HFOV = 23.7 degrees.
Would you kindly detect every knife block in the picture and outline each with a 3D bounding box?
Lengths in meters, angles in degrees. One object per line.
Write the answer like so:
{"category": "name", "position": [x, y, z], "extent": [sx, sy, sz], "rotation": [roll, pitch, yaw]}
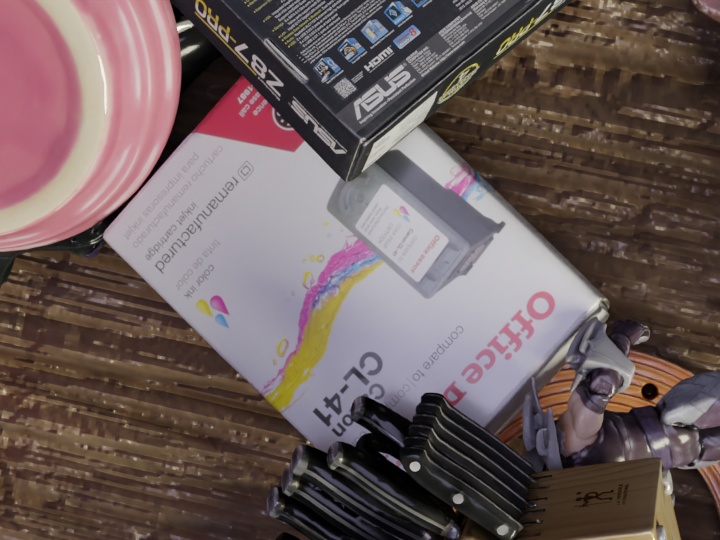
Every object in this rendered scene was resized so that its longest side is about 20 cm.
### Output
{"category": "knife block", "position": [0.054, 0.148, 0.739], "extent": [0.175, 0.064, 0.201], "rotation": [-11, 109, 18]}

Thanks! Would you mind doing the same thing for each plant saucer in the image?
{"category": "plant saucer", "position": [-0.183, -0.092, 0.777], "extent": [0.200, 0.051, 0.201], "rotation": [2, 119, 3]}

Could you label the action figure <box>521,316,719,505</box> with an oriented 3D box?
{"category": "action figure", "position": [0.148, 0.072, 0.788], "extent": [0.199, 0.130, 0.070], "rotation": [-18, 48, 2]}

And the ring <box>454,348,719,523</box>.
{"category": "ring", "position": [0.115, 0.137, 0.857], "extent": [0.200, 0.019, 0.201], "rotation": [0, 93, 7]}

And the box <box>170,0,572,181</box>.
{"category": "box", "position": [0.014, -0.161, 0.795], "extent": [0.200, 0.049, 0.161], "rotation": [-41, 82, -21]}

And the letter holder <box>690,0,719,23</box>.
{"category": "letter holder", "position": [0.230, -0.135, 0.625], "extent": [0.199, 0.101, 0.143], "rotation": [16, 96, 8]}

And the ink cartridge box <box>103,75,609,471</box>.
{"category": "ink cartridge box", "position": [0.000, 0.000, 0.826], "extent": [0.200, 0.086, 0.148], "rotation": [43, 95, 12]}

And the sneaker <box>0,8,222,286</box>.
{"category": "sneaker", "position": [-0.136, -0.058, 0.866], "extent": [0.200, 0.076, 0.088], "rotation": [-30, 101, 12]}
